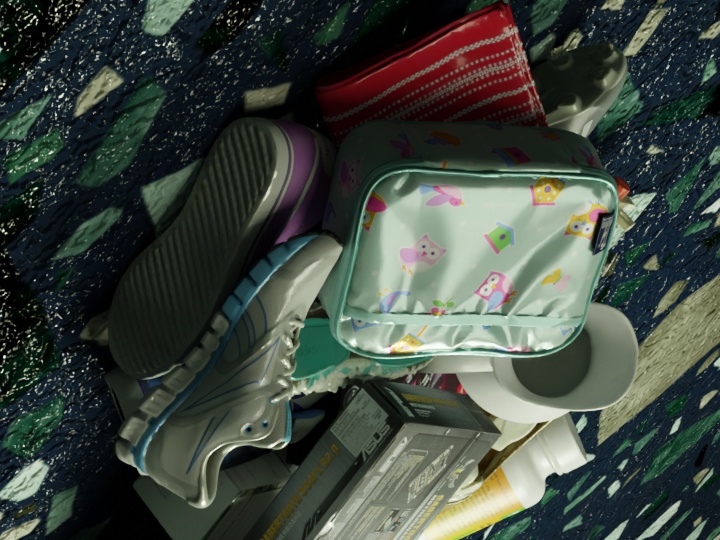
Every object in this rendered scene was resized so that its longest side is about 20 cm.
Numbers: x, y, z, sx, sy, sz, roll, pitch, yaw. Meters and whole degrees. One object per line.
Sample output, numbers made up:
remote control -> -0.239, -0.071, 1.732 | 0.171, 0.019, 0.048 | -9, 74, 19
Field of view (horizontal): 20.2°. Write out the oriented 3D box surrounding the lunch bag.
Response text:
lunch bag -> 0.073, -0.015, 1.351 | 0.198, 0.077, 0.162 | 2, 120, -19

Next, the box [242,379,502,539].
box -> -0.002, 0.174, 1.475 | 0.201, 0.048, 0.158 | -53, 154, 14

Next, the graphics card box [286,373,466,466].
graphics card box -> 0.020, 0.087, 1.628 | 0.199, 0.050, 0.127 | -4, 102, -55

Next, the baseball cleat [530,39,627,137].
baseball cleat -> 0.130, -0.086, 1.538 | 0.200, 0.070, 0.107 | -40, 140, -12

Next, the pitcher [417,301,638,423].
pitcher -> 0.113, 0.061, 1.580 | 0.170, 0.123, 0.200 | 2, -178, -7

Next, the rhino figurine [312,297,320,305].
rhino figurine -> 0.000, 0.000, 1.507 | 0.199, 0.060, 0.088 | -25, 147, -40

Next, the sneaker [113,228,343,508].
sneaker -> -0.064, 0.066, 1.292 | 0.201, 0.086, 0.075 | -52, 164, 5

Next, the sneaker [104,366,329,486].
sneaker -> -0.095, 0.090, 1.429 | 0.145, 0.081, 0.200 | -22, 164, -3

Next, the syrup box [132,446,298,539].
syrup box -> -0.079, 0.161, 1.615 | 0.079, 0.082, 0.199 | -52, 156, 25

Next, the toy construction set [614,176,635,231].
toy construction set -> 0.164, 0.004, 1.739 | 0.131, 0.092, 0.201 | 23, 106, -43

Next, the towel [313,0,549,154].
towel -> 0.063, -0.074, 1.374 | 0.143, 0.023, 0.201 | -24, 123, -2

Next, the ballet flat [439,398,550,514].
ballet flat -> 0.101, 0.146, 1.723 | 0.200, 0.070, 0.065 | -48, -168, 13

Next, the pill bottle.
pill bottle -> 0.099, 0.177, 1.822 | 0.198, 0.112, 0.111 | -25, 158, 8

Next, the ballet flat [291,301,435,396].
ballet flat -> -0.025, 0.053, 1.420 | 0.199, 0.072, 0.072 | -5, 136, -51

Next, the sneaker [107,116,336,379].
sneaker -> -0.082, -0.010, 1.345 | 0.201, 0.073, 0.114 | -53, 158, 19
